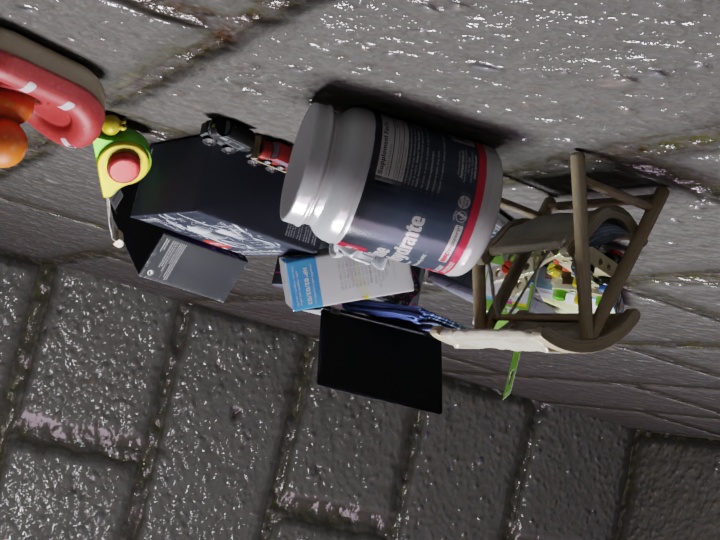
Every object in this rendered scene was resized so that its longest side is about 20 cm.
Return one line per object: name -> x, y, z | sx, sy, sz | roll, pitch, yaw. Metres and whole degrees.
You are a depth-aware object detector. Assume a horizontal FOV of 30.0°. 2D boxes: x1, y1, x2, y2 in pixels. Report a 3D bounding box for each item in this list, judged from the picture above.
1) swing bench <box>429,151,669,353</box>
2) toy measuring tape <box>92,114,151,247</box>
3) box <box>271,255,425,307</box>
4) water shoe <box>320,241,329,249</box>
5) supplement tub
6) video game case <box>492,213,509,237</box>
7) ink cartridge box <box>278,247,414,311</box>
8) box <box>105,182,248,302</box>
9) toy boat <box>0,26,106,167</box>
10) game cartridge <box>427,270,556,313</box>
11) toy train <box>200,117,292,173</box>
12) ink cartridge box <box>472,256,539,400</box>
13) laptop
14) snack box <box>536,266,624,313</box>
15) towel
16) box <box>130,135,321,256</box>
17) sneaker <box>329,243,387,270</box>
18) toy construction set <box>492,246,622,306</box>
swing bench -> 0.195, -0.004, 1.416 | 0.130, 0.201, 0.199 | 18, 171, -29
toy measuring tape -> -0.295, -0.114, 1.708 | 0.073, 0.074, 0.200 | 11, 133, 14
box -> -0.014, -0.010, 1.989 | 0.132, 0.115, 0.200 | 21, 169, -40
water shoe -> -0.118, -0.075, 1.939 | 0.200, 0.071, 0.079 | 25, 136, 31
supplement tub -> 0.031, -0.083, 1.359 | 0.200, 0.141, 0.140 | 15, 171, -12
video game case -> 0.120, -0.060, 1.775 | 0.200, 0.023, 0.182 | 9, 171, 31
ink cartridge box -> 0.000, 0.000, 1.750 | 0.199, 0.068, 0.115 | -10, -174, -7
box -> -0.261, -0.055, 1.899 | 0.141, 0.079, 0.200 | 22, -159, -36
toy boat -> -0.368, -0.172, 1.432 | 0.130, 0.131, 0.200 | 6, 169, 41
game cartridge -> 0.206, 0.037, 2.106 | 0.200, 0.041, 0.133 | 27, 176, -5
toy train -> -0.101, -0.136, 1.590 | 0.200, 0.034, 0.046 | 22, 156, -40
ink cartridge box -> 0.198, 0.075, 1.925 | 0.076, 0.200, 0.148 | 13, 171, 3
laptop -> 0.012, 0.126, 1.946 | 0.187, 0.116, 0.200 | 15, 174, -15
snack box -> 0.335, 0.041, 2.036 | 0.116, 0.037, 0.200 | 13, 172, 16
towel -> 0.079, 0.079, 1.985 | 0.145, 0.024, 0.200 | 6, 170, 34
box -> -0.166, -0.092, 1.731 | 0.182, 0.104, 0.200 | 20, 169, -31
sneaker -> 0.042, -0.060, 1.574 | 0.200, 0.115, 0.075 | 6, 169, 41
toy construction set -> 0.263, -0.004, 1.724 | 0.131, 0.092, 0.200 | 6, 180, 43
